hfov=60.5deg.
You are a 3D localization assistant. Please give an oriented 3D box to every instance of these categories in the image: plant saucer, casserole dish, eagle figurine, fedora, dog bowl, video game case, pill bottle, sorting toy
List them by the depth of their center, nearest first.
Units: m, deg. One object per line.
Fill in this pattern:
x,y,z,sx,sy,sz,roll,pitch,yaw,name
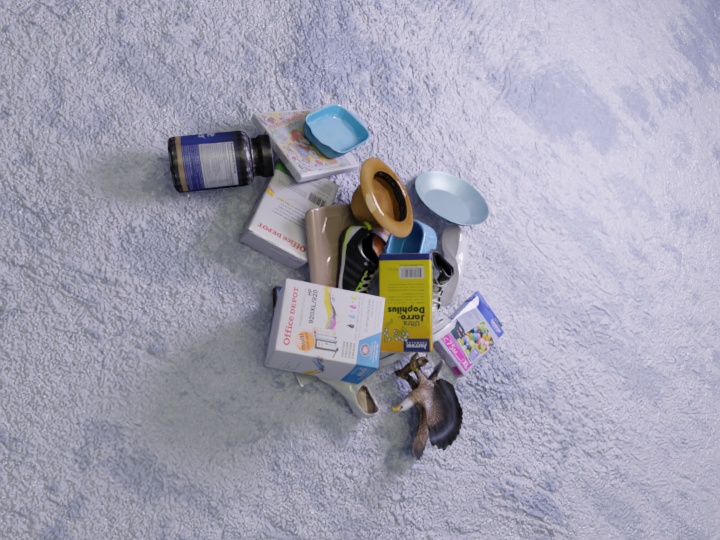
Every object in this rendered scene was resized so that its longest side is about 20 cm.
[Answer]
-0.279,-0.222,1.247,0.199,0.112,0.113,-8,80,-11,pill bottle
0.141,0.292,1.337,0.150,0.152,0.201,-31,72,12,eagle figurine
-0.044,-0.049,1.340,0.200,0.036,0.186,-14,102,-50,sorting toy
0.037,-0.147,1.345,0.200,0.082,0.201,38,40,-40,fedora
-0.117,-0.281,1.360,0.200,0.023,0.182,-22,71,-49,video game case
-0.057,-0.312,1.395,0.121,0.039,0.200,45,38,1,casserole dish
0.104,-0.026,1.407,0.050,0.111,0.201,39,61,-51,dog bowl
0.220,-0.168,1.524,0.200,0.039,0.202,14,42,-13,plant saucer

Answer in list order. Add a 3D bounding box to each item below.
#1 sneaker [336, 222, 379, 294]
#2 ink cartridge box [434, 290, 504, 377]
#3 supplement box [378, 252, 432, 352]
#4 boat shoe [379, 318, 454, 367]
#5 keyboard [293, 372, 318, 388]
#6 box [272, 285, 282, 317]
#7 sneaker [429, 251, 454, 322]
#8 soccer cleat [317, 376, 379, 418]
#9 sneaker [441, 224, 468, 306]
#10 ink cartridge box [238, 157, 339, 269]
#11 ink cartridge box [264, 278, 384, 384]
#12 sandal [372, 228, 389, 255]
0.000,0.000,1.302,0.072,0.083,0.201,-11,100,-50,sneaker
0.267,0.148,1.494,0.200,0.042,0.120,-41,97,-31,ink cartridge box
0.096,0.069,1.290,0.109,0.109,0.201,-1,84,7,supplement box
0.107,0.135,1.376,0.201,0.075,0.086,-25,91,-4,boat shoe
-0.058,0.183,1.338,0.199,0.011,0.057,-26,94,-29,keyboard
-0.088,0.099,1.325,0.199,0.032,0.122,3,71,-23,box
0.163,0.051,1.421,0.075,0.115,0.202,2,76,-28,sneaker
-0.031,0.229,1.293,0.200,0.077,0.069,50,63,-11,soccer cleat
0.232,-0.005,1.505,0.088,0.075,0.201,27,72,-52,sneaker
-0.153,-0.124,1.327,0.144,0.084,0.201,28,65,-18,ink cartridge box
-0.072,0.122,1.210,0.199,0.145,0.148,12,67,-11,ink cartridge box
0.043,-0.133,1.442,0.079,0.059,0.208,20,69,-21,sandal
